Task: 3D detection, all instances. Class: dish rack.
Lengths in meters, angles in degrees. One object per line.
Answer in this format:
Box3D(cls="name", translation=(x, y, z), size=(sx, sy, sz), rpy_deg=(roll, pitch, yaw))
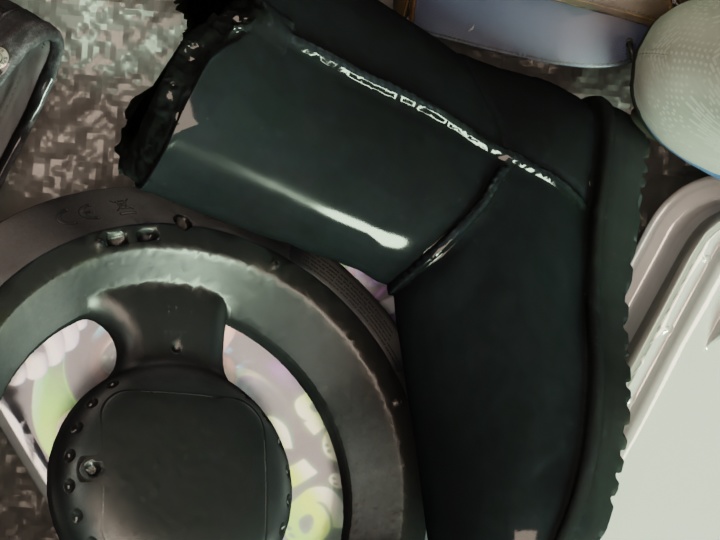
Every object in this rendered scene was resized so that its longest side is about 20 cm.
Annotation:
Box3D(cls="dish rack", translation=(0.138, 0.086, 0.886), size=(0.171, 0.044, 0.201), rpy_deg=(28, 89, -17))

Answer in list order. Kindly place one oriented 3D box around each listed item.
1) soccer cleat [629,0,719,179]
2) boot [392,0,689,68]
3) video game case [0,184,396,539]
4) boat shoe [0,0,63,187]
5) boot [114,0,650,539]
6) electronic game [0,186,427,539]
Box3D(cls="soccer cleat", translation=(0.180, -0.039, 0.853), size=(0.199, 0.086, 0.070), rpy_deg=(13, 90, -29))
Box3D(cls="boot", translation=(0.106, -0.110, 0.889), size=(0.199, 0.075, 0.098), rpy_deg=(14, 110, -6))
Box3D(cls="video game case", translation=(-0.017, 0.051, 0.898), size=(0.181, 0.023, 0.201), rpy_deg=(-32, 95, -2))
Box3D(cls="boat shoe", translation=(-0.158, 0.001, 0.857), size=(0.067, 0.072, 0.201), rpy_deg=(25, 84, 17))
Box3D(cls="boot", translation=(0.000, 0.000, 0.816), size=(0.167, 0.076, 0.201), rpy_deg=(23, 57, -19))
Box3D(cls="electronic game", translation=(-0.061, 0.069, 0.833), size=(0.199, 0.042, 0.201), rpy_deg=(8, 69, -20))
